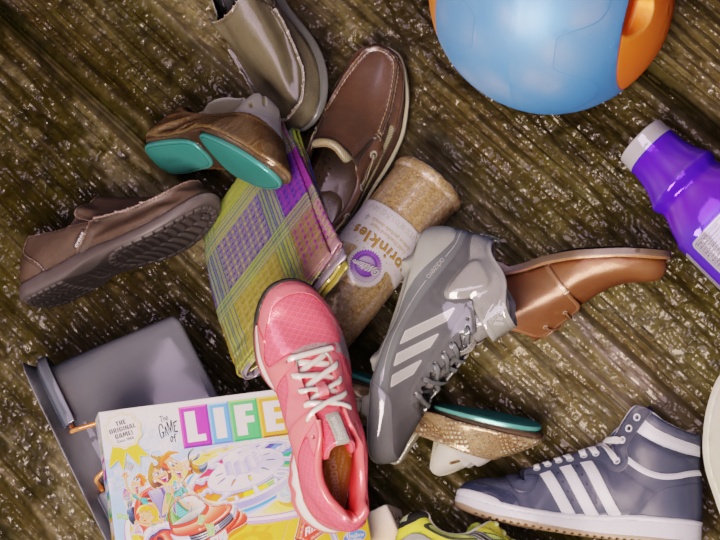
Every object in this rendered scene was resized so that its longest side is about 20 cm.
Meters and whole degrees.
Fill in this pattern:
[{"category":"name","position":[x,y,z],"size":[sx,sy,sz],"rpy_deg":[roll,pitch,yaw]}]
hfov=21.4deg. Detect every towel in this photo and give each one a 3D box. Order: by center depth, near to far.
[{"category":"towel","position":[-0.074,-0.017,1.554],"size":[0.144,0.023,0.201],"rpy_deg":[-52,34,22]}]

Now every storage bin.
[{"category":"storage bin","position":[-0.174,0.137,1.575],"size":[0.134,0.146,0.201],"rpy_deg":[-28,77,-6]}]

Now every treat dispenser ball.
[{"category":"treat dispenser ball","position":[0.154,-0.227,1.535],"size":[0.199,0.201,0.203],"rpy_deg":[-2,80,10]}]

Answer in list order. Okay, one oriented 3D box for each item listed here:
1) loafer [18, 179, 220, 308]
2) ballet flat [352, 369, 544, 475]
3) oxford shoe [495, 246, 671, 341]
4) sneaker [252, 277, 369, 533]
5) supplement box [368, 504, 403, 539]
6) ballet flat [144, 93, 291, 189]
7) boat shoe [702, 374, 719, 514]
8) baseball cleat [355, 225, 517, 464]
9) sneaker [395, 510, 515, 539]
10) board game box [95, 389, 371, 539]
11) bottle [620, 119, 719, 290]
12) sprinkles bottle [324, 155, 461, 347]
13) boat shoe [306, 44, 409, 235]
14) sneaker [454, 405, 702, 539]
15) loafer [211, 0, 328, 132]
[{"category":"loafer","position":[-0.214,-0.036,1.627],"size":[0.199,0.073,0.072],"rpy_deg":[-23,72,15]},{"category":"ballet flat","position":[0.053,0.132,1.567],"size":[0.198,0.070,0.066],"rpy_deg":[15,93,21]},{"category":"oxford shoe","position":[0.161,0.019,1.564],"size":[0.198,0.071,0.072],"rpy_deg":[-12,83,20]},{"category":"sneaker","position":[-0.025,0.103,1.438],"size":[0.073,0.087,0.202],"rpy_deg":[-15,96,-16]},{"category":"supplement box","position":[0.011,0.306,1.537],"size":[0.125,0.074,0.201],"rpy_deg":[-26,77,5]},{"category":"ballet flat","position":[-0.108,-0.114,1.596],"size":[0.068,0.199,0.073],"rpy_deg":[46,70,-28]},{"category":"boat shoe","position":[0.320,0.175,1.510],"size":[0.072,0.060,0.204],"rpy_deg":[-15,76,38]},{"category":"baseball cleat","position":[0.064,0.060,1.508],"size":[0.106,0.070,0.202],"rpy_deg":[9,76,20]},{"category":"sneaker","position":[0.116,0.237,1.498],"size":[0.198,0.075,0.077],"rpy_deg":[14,66,-22]},{"category":"board game box","position":[-0.100,0.167,1.492],"size":[0.198,0.034,0.136],"rpy_deg":[-7,76,-14]},{"category":"bottle","position":[0.296,-0.038,1.546],"size":[0.084,0.065,0.200],"rpy_deg":[-44,76,0]},{"category":"sprinkles bottle","position":[0.000,0.000,1.574],"size":[0.068,0.068,0.200],"rpy_deg":[34,75,14]},{"category":"boat shoe","position":[-0.011,-0.099,1.608],"size":[0.074,0.075,0.204],"rpy_deg":[16,84,13]},{"category":"sneaker","position":[0.179,0.158,1.533],"size":[0.198,0.070,0.110],"rpy_deg":[7,84,7]},{"category":"loafer","position":[-0.094,-0.205,1.635],"size":[0.075,0.069,0.201],"rpy_deg":[-40,67,34]}]
